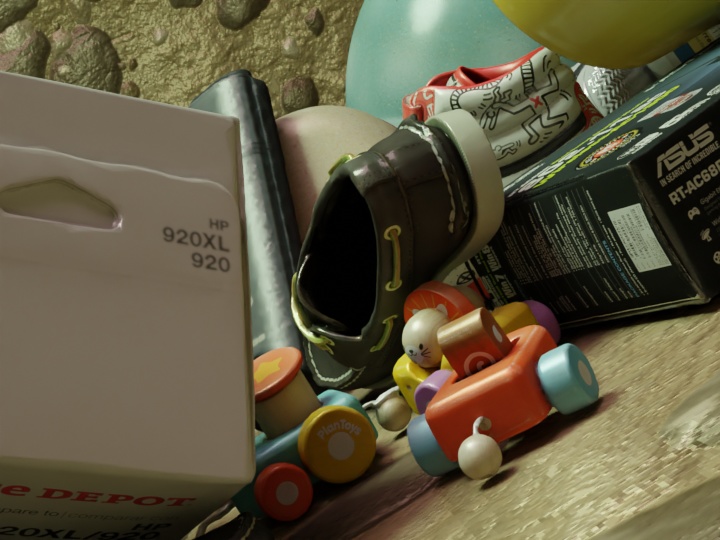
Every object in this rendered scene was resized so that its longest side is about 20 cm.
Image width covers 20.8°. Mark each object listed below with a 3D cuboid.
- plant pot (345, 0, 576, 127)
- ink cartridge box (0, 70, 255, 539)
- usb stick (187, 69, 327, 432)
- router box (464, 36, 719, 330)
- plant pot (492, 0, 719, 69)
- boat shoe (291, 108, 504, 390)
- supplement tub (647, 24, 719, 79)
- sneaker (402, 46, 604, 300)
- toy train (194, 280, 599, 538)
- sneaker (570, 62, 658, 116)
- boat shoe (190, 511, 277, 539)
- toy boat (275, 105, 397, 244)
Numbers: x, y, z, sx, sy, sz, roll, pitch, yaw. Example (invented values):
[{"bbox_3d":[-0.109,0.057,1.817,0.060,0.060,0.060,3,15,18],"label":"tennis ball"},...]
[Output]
[{"bbox_3d":[0.082,-0.155,1.246,0.198,0.136,0.200,-5,10,1],"label":"plant pot"},{"bbox_3d":[-0.144,0.038,0.722,0.146,0.146,0.200,8,-28,-26],"label":"ink cartridge box"},{"bbox_3d":[-0.055,-0.014,1.006,0.055,0.202,0.033,-29,-35,24],"label":"usb stick"},{"bbox_3d":[0.152,-0.053,0.805,0.199,0.062,0.150,-34,6,-24],"label":"router box"},{"bbox_3d":[0.143,-0.193,0.875,0.200,0.201,0.189,-37,-7,-42],"label":"plant pot"},{"bbox_3d":[0.000,0.000,0.842,0.060,0.072,0.202,-17,-22,-24],"label":"boat shoe"},{"bbox_3d":[0.237,-0.180,1.003,0.199,0.146,0.145,-25,9,38],"label":"supplement tub"},{"bbox_3d":[0.034,-0.031,0.970,0.200,0.109,0.067,-28,7,22],"label":"sneaker"},{"bbox_3d":[0.003,0.050,0.746,0.199,0.056,0.150,-27,7,27],"label":"toy train"},{"bbox_3d":[0.132,-0.089,1.096,0.114,0.076,0.200,-30,3,31],"label":"sneaker"},{"bbox_3d":[-0.119,0.128,0.662,0.200,0.066,0.072,-29,4,7],"label":"boat shoe"},{"bbox_3d":[-0.033,0.000,1.100,0.199,0.131,0.130,-30,-23,19],"label":"toy boat"}]
